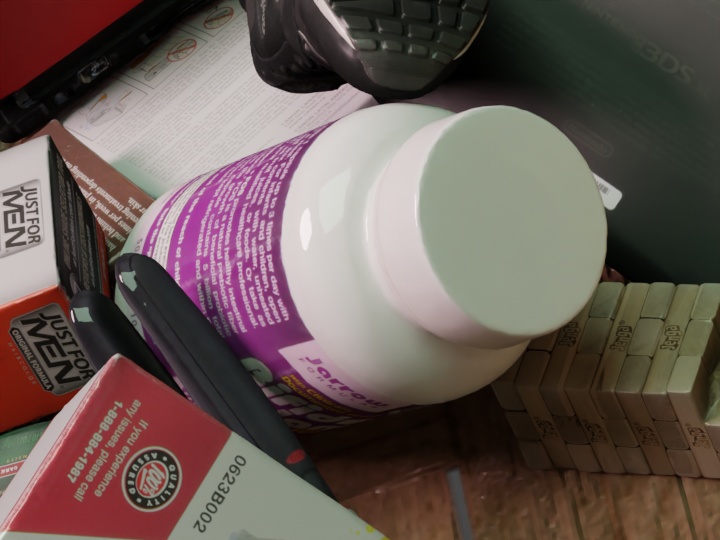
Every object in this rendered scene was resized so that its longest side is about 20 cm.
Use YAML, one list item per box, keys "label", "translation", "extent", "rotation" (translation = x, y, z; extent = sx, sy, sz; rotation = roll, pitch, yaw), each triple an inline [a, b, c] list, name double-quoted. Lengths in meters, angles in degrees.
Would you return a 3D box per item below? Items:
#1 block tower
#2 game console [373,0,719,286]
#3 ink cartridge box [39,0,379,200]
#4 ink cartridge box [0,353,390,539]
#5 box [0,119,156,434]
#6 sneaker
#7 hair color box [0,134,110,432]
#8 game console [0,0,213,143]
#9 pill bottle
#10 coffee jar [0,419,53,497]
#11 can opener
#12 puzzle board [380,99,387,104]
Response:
- label: "block tower"
  translation: [0.145, 0.042, 1.086]
  extent: [0.200, 0.054, 0.058]
  rotation: [2, 50, 28]
- label: "game console"
  translation: [0.135, -0.090, 1.191]
  extent: [0.200, 0.116, 0.176]
  rotation: [36, 99, 19]
- label: "ink cartridge box"
  translation: [-0.044, -0.079, 1.307]
  extent: [0.162, 0.050, 0.200]
  rotation: [-42, 32, -14]
- label: "ink cartridge box"
  translation: [-0.044, 0.146, 0.972]
  extent: [0.145, 0.200, 0.083]
  rotation: [-59, 8, -27]
- label: "box"
  translation: [-0.165, 0.039, 1.222]
  extent: [0.200, 0.075, 0.100]
  rotation: [-39, 45, -14]
- label: "sneaker"
  translation: [-0.004, -0.098, 1.150]
  extent: [0.076, 0.088, 0.200]
  rotation: [9, 27, -16]
- label: "hair color box"
  translation: [-0.198, 0.030, 1.146]
  extent: [0.200, 0.061, 0.102]
  rotation: [-21, 38, 8]
- label: "game console"
  translation: [-0.117, -0.165, 1.327]
  extent: [0.200, 0.119, 0.172]
  rotation: [-36, 31, -6]
- label: "pill bottle"
  translation: [0.000, 0.000, 1.096]
  extent: [0.200, 0.112, 0.112]
  rotation: [-18, 34, 56]
- label: "coffee jar"
  translation: [-0.106, 0.152, 1.079]
  extent: [0.104, 0.085, 0.200]
  rotation: [-13, 46, 15]
- label: "can opener"
  translation: [-0.039, 0.082, 1.067]
  extent: [0.063, 0.079, 0.200]
  rotation: [-30, 84, 23]
- label: "puzzle board"
  translation: [0.087, -0.103, 1.219]
  extent: [0.151, 0.017, 0.200]
  rotation: [5, 64, 3]
